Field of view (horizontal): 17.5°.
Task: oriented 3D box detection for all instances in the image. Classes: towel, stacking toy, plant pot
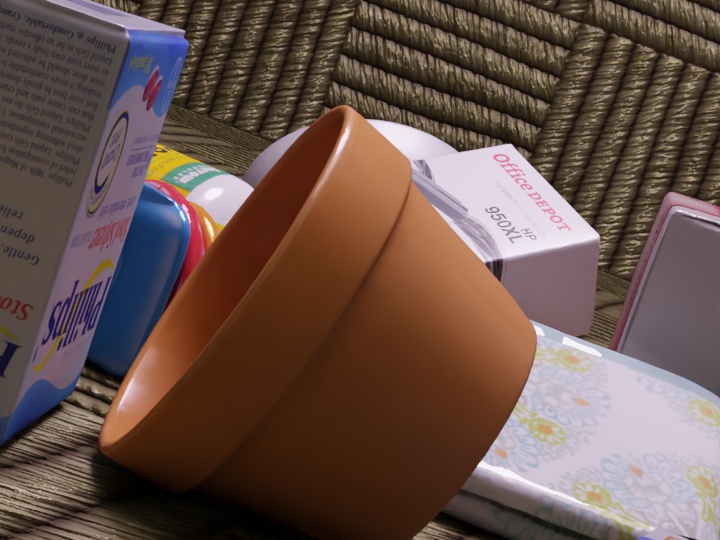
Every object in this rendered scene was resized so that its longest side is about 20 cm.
[{"bbox_3d":[0.115,0.101,1.338,0.200,0.048,0.171,20,33,5],"label":"towel"},{"bbox_3d":[-0.086,0.015,1.409,0.200,0.110,0.116,18,6,-42],"label":"stacking toy"},{"bbox_3d":[-0.011,0.042,1.111,0.140,0.200,0.200,36,4,-10],"label":"plant pot"}]

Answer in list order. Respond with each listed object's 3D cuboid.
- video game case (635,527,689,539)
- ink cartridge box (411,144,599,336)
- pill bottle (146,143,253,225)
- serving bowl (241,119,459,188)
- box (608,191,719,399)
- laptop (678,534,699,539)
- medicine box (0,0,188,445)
[{"bbox_3d":[0.178,0.180,1.035,0.181,0.046,0.200,21,11,21],"label":"video game case"},{"bbox_3d":[0.046,-0.007,1.627,0.200,0.084,0.145,-11,35,-21],"label":"ink cartridge box"},{"bbox_3d":[-0.132,-0.022,1.546,0.200,0.113,0.113,24,7,28],"label":"pill bottle"},{"bbox_3d":[0.002,-0.017,1.760,0.200,0.200,0.066,19,42,-13],"label":"serving bowl"},{"bbox_3d":[0.226,0.029,1.501,0.109,0.128,0.200,20,6,5],"label":"box"},{"bbox_3d":[0.296,0.164,1.213,0.200,0.103,0.177,16,18,-31],"label":"laptop"},{"bbox_3d":[-0.170,-0.035,1.117,0.103,0.200,0.182,18,6,2],"label":"medicine box"}]
